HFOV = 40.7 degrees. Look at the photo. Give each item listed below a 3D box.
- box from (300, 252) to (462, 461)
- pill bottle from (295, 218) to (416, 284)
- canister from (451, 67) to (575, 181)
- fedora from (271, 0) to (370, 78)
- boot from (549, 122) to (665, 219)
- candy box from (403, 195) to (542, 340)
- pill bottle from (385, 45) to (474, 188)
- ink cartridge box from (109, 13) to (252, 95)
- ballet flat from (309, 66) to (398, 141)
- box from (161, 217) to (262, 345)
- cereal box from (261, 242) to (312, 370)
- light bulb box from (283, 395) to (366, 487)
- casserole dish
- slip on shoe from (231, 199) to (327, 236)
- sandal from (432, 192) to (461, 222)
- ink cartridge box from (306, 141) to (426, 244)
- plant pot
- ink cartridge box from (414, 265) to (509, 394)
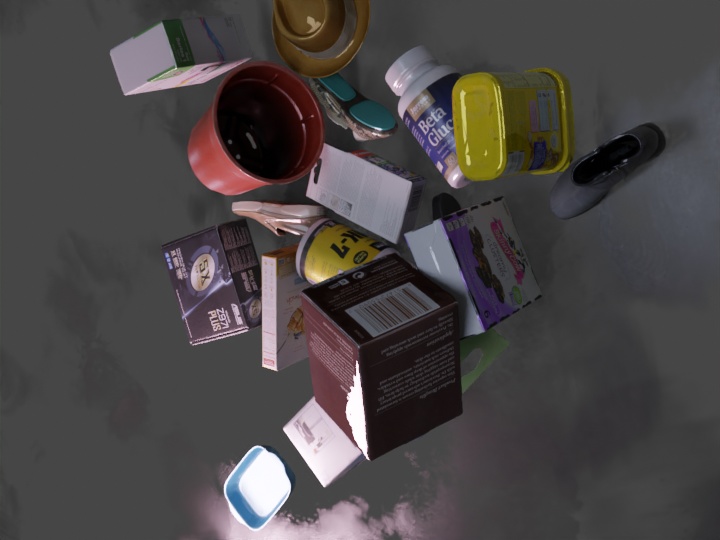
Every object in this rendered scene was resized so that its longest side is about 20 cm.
[{"bbox_3d":[0.031,0.117,1.361,0.164,0.164,0.202,38,142,48],"label":"box"},{"bbox_3d":[0.000,0.000,1.605,0.199,0.114,0.116,26,116,28],"label":"pill bottle"},{"bbox_3d":[0.212,-0.202,1.336,0.086,0.199,0.151,-1,99,38],"label":"canister"},{"bbox_3d":[-0.080,-0.410,1.554,0.198,0.081,0.204,-3,85,32],"label":"fedora"},{"bbox_3d":[0.314,-0.133,1.327,0.200,0.131,0.070,-44,76,35],"label":"boot"},{"bbox_3d":[0.170,-0.006,1.423,0.071,0.199,0.170,-23,90,37],"label":"candy box"},{"bbox_3d":[0.125,-0.234,1.453,0.111,0.111,0.201,-44,75,35],"label":"pill bottle"},{"bbox_3d":[-0.307,-0.375,1.682,0.144,0.199,0.085,-15,96,38],"label":"ink cartridge box"},{"bbox_3d":[-0.013,-0.258,1.588,0.200,0.067,0.076,42,145,27],"label":"ballet flat"},{"bbox_3d":[-0.268,0.023,1.827,0.162,0.086,0.203,-15,93,37],"label":"box"},{"bbox_3d":[-0.113,0.058,1.685,0.039,0.143,0.203,11,109,33],"label":"cereal box"},{"bbox_3d":[0.013,0.222,1.600,0.125,0.197,0.200,51,126,12],"label":"light bulb box"},{"bbox_3d":[-0.193,0.422,1.905,0.121,0.039,0.201,48,124,17],"label":"casserole dish"},{"bbox_3d":[-0.146,-0.092,1.717,0.198,0.076,0.061,6,99,28],"label":"slip on shoe"},{"bbox_3d":[0.129,-0.025,1.485,0.048,0.075,0.202,-28,45,36],"label":"sandal"},{"bbox_3d":[0.007,-0.136,1.606,0.199,0.050,0.110,29,118,29],"label":"ink cartridge box"},{"bbox_3d":[-0.191,-0.221,1.631,0.195,0.199,0.203,-18,91,58],"label":"plant pot"},{"bbox_3d":[0.116,0.109,1.515,0.199,0.048,0.146,40,107,-8],"label":"ink cartridge box"}]
